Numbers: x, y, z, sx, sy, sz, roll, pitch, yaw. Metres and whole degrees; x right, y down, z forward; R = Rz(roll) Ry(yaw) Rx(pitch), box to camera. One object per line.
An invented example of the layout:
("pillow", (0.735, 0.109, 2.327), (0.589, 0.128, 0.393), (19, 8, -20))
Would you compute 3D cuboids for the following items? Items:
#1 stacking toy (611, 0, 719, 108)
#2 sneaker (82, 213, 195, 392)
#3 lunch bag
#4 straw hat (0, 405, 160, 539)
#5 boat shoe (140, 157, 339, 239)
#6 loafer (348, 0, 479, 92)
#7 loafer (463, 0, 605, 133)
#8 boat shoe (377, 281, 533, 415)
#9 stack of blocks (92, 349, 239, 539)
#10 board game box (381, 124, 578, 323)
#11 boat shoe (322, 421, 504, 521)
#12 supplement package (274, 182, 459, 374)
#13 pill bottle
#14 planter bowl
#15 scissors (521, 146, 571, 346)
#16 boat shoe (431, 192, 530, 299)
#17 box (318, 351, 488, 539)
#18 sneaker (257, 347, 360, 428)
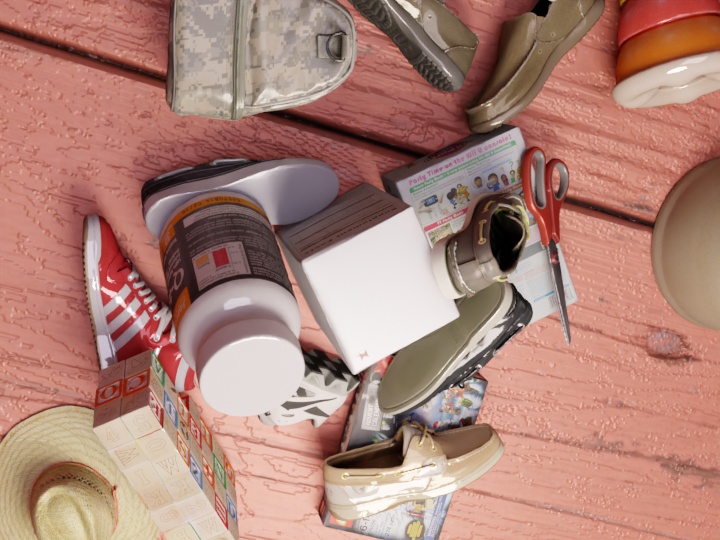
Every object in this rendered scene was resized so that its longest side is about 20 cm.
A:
("stacking toy", (0.318, -0.281, 1.129), (0.143, 0.146, 0.204), (-9, 84, -10))
("sneaker", (-0.214, 0.036, 1.083), (0.110, 0.071, 0.204), (-8, 110, -6))
("lunch bag", (-0.092, -0.214, 1.001), (0.164, 0.200, 0.142), (4, 103, -9))
("straw hat", (-0.292, 0.248, 1.098), (0.197, 0.085, 0.205), (-2, 100, -12))
("boat shoe", (-0.122, -0.083, 1.083), (0.196, 0.068, 0.073), (-14, 132, -9))
("loafer", (0.046, -0.272, 1.089), (0.070, 0.075, 0.200), (-48, 111, -12))
("loafer", (0.168, -0.227, 1.119), (0.067, 0.076, 0.201), (43, 80, -15))
("boat shoe", (0.098, 0.086, 1.104), (0.065, 0.075, 0.200), (25, 117, -34))
("stack of blocks", (-0.187, 0.178, 1.062), (0.058, 0.116, 0.202), (-22, 123, 4))
("board game box", (0.127, -0.034, 1.149), (0.146, 0.064, 0.203), (-24, 106, -8))
("boat shoe", (0.054, 0.196, 1.128), (0.197, 0.074, 0.070), (-20, 110, -7))
("supplement package", (0.000, 0.000, 1.056), (0.116, 0.200, 0.118), (-26, 105, -6))
("pill bottle", (-0.118, 0.028, 0.994), (0.114, 0.201, 0.118), (-10, 131, -11))
("planter bowl", (0.437, -0.020, 1.181), (0.196, 0.135, 0.204), (-2, 100, -11))
("scissors", (0.192, -0.024, 1.115), (0.072, 0.014, 0.204), (4, 84, -44))
("boat shoe", (0.128, -0.030, 1.021), (0.059, 0.202, 0.073), (-16, 103, 29))
("box", (0.046, 0.195, 1.185), (0.135, 0.040, 0.204), (15, 97, -13))
("sneaker", (-0.095, 0.117, 1.104), (0.198, 0.074, 0.089), (25, 106, -36))
